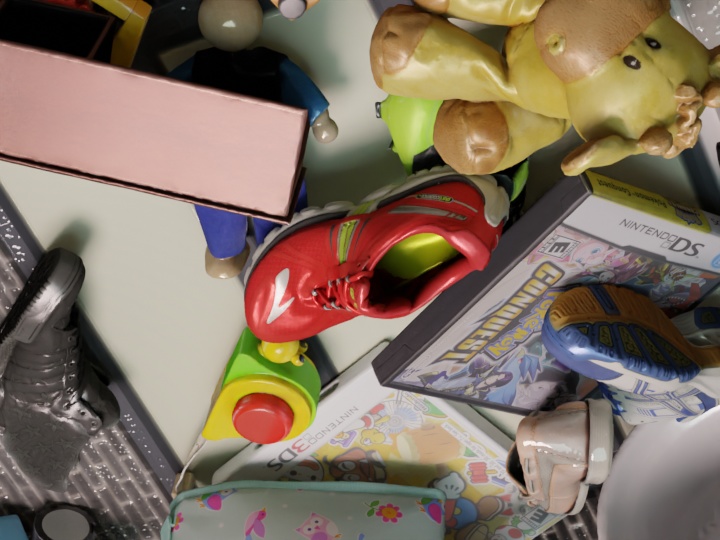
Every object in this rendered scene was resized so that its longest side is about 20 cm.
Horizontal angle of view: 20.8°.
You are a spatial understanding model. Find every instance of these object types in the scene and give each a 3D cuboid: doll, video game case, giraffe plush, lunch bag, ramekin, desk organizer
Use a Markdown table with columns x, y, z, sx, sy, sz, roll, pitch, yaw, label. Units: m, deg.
| x | y | z | sx | sy | sz | roll | pitch | yaw | label |
| --- | --- | --- | --- | --- | --- | --- | --- | --- | --- |
| -0.079 | -0.085 | 1.234 | 0.136 | 0.048 | 0.200 | 6 | 127 | 10 | doll |
| 0.025 | 0.161 | 1.430 | 0.200 | 0.023 | 0.182 | 39 | 119 | -24 | video game case |
| 0.135 | 0.023 | 1.274 | 0.181 | 0.026 | 0.200 | 15 | 131 | -43 | video game case |
| 0.126 | -0.116 | 1.102 | 0.200 | 0.162 | 0.173 | 29 | 92 | -23 | giraffe plush |
| -0.046 | 0.237 | 1.366 | 0.200 | 0.170 | 0.122 | 5 | 141 | -1 | lunch bag |
| 0.269 | 0.169 | 1.324 | 0.200 | 0.201 | 0.098 | -26 | 130 | 19 | ramekin |
| -0.127 | -0.097 | 1.163 | 0.200 | 0.072 | 0.077 | 13 | 121 | 0 | desk organizer |

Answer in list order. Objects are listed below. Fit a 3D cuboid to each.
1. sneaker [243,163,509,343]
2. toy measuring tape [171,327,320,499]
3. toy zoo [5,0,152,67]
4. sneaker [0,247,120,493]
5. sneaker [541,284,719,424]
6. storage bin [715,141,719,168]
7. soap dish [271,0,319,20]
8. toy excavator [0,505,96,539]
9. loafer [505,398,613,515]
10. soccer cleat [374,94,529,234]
| x | y | z | sx | sy | sz | roll | pitch | yaw | label |
| --- | --- | --- | --- | --- | --- | --- | --- | --- | --- |
| 0.000 | 0.000 | 1.204 | 0.200 | 0.085 | 0.077 | -28 | 118 | 31 | sneaker |
| -0.074 | 0.108 | 1.372 | 0.074 | 0.074 | 0.200 | 17 | 135 | -10 | toy measuring tape |
| -0.218 | -0.147 | 1.198 | 0.200 | 0.020 | 0.131 | 31 | 122 | -12 | toy zoo |
| -0.205 | 0.071 | 1.352 | 0.104 | 0.060 | 0.200 | 27 | 128 | -16 | sneaker |
| 0.180 | 0.067 | 1.273 | 0.200 | 0.075 | 0.088 | 13 | 133 | -41 | sneaker |
| 0.295 | 0.010 | 1.201 | 0.094 | 0.135 | 0.200 | -18 | 104 | 4 | storage bin |
| -0.043 | -0.246 | 1.094 | 0.157 | 0.081 | 0.200 | -33 | 120 | 23 | soap dish |
| -0.295 | 0.232 | 1.436 | 0.200 | 0.195 | 0.100 | -7 | 132 | -29 | toy excavator |
| 0.124 | 0.120 | 1.309 | 0.063 | 0.072 | 0.200 | 2 | 165 | -2 | loafer |
| 0.074 | -0.042 | 1.242 | 0.081 | 0.068 | 0.200 | 5 | 132 | 36 | soccer cleat |
